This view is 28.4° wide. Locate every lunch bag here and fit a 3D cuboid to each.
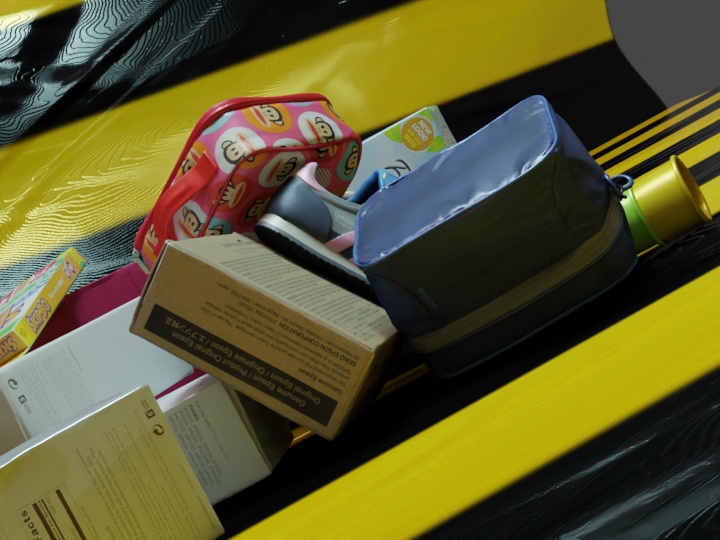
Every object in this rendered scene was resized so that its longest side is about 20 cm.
[{"bbox_3d":[0.107,-0.022,1.042,0.199,0.133,0.136,-30,22,17],"label":"lunch bag"},{"bbox_3d":[-0.106,-0.058,1.222,0.176,0.082,0.200,-12,-34,-45],"label":"lunch bag"}]

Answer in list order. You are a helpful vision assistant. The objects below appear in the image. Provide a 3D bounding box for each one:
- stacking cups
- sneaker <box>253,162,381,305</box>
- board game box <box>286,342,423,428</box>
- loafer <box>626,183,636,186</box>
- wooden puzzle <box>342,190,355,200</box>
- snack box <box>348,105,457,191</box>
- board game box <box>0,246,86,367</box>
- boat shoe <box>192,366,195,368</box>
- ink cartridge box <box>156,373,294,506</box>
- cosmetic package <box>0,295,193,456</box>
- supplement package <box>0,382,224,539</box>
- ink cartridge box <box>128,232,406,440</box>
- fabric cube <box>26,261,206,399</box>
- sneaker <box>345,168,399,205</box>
[{"bbox_3d":[0.178,-0.013,1.128,0.200,0.061,0.060,-33,0,22],"label":"stacking cups"},{"bbox_3d":[0.017,-0.015,1.157,0.082,0.199,0.070,-61,9,-19],"label":"sneaker"},{"bbox_3d":[-0.034,0.047,1.222,0.199,0.136,0.028,-28,3,13],"label":"board game box"},{"bbox_3d":[0.207,-0.047,1.240,0.075,0.069,0.200,-27,3,32],"label":"loafer"},{"bbox_3d":[-0.071,-0.046,1.416,0.199,0.037,0.185,3,-8,11],"label":"wooden puzzle"},{"bbox_3d":[0.052,-0.049,1.521,0.168,0.201,0.068,-27,3,15],"label":"snack box"},{"bbox_3d":[-0.306,0.049,1.248,0.095,0.030,0.200,-34,19,17],"label":"board game box"},{"bbox_3d":[-0.099,0.045,1.349,0.199,0.070,0.071,-9,15,-32],"label":"boat shoe"},{"bbox_3d":[-0.159,0.150,1.080,0.199,0.084,0.145,-29,2,5],"label":"ink cartridge box"},{"bbox_3d":[-0.235,0.098,1.109,0.113,0.081,0.200,-27,2,33],"label":"cosmetic package"},{"bbox_3d":[-0.207,0.169,0.874,0.200,0.110,0.114,-29,3,-35],"label":"supplement package"},{"bbox_3d":[-0.058,0.042,1.049,0.075,0.164,0.200,-65,-8,8],"label":"ink cartridge box"},{"bbox_3d":[-0.245,0.117,1.419,0.196,0.200,0.200,-28,2,35],"label":"fabric cube"},{"bbox_3d":[0.000,0.000,1.262,0.076,0.105,0.201,4,67,54],"label":"sneaker"}]
